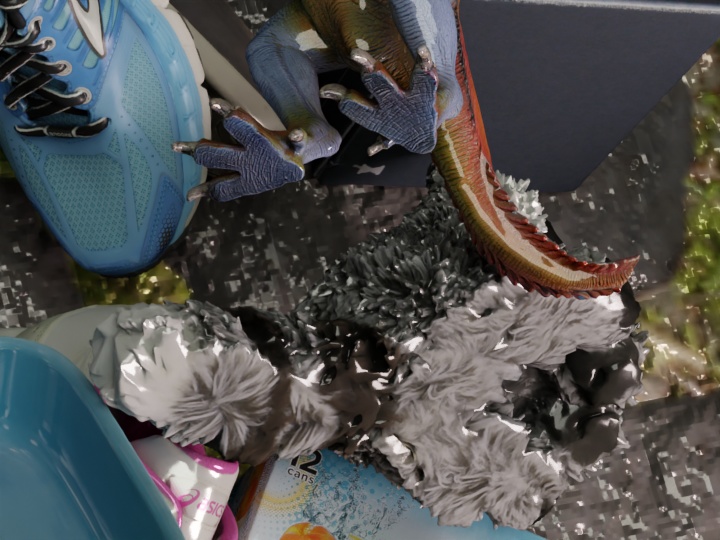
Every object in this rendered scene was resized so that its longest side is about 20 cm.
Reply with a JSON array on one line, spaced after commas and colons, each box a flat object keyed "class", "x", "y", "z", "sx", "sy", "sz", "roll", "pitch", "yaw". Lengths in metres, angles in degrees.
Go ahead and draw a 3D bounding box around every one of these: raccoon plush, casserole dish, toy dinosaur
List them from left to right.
[{"class": "casserole dish", "x": -0.117, "y": 0.075, "z": 0.672, "sx": 0.121, "sy": 0.200, "sz": 0.039, "roll": -9, "pitch": 116, "yaw": -19}, {"class": "toy dinosaur", "x": -0.013, "y": -0.096, "z": 0.753, "sx": 0.200, "sy": 0.105, "sz": 0.182, "roll": 43, "pitch": 33, "yaw": -29}, {"class": "raccoon plush", "x": 0.000, "y": 0.000, "z": 0.788, "sx": 0.200, "sy": 0.097, "sz": 0.134, "roll": 20, "pitch": 18, "yaw": -31}]

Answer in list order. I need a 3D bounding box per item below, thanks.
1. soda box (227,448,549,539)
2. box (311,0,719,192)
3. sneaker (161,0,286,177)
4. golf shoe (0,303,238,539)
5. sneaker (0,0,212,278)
[{"class": "soda box", "x": 0.045, "y": 0.125, "z": 0.812, "sx": 0.200, "sy": 0.064, "sz": 0.068, "roll": 24, "pitch": 63, "yaw": -9}, {"class": "box", "x": 0.044, "y": -0.148, "z": 0.874, "sx": 0.107, "sy": 0.148, "sz": 0.200, "roll": 2, "pitch": 69, "yaw": -18}, {"class": "sneaker", "x": -0.071, "y": -0.127, "z": 0.867, "sx": 0.200, "sy": 0.075, "sz": 0.106, "roll": 45, "pitch": 63, "yaw": 4}, {"class": "golf shoe", "x": -0.078, "y": 0.099, "z": 0.750, "sx": 0.075, "sy": 0.091, "sz": 0.200, "roll": 29, "pitch": 46, "yaw": -55}, {"class": "sneaker", "x": -0.112, "y": -0.081, "z": 0.772, "sx": 0.200, "sy": 0.078, "sz": 0.090, "roll": 69, "pitch": 27, "yaw": -23}]
